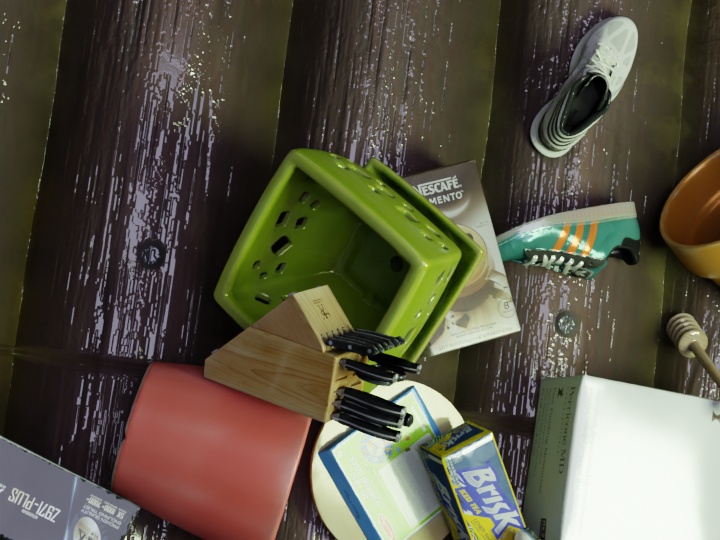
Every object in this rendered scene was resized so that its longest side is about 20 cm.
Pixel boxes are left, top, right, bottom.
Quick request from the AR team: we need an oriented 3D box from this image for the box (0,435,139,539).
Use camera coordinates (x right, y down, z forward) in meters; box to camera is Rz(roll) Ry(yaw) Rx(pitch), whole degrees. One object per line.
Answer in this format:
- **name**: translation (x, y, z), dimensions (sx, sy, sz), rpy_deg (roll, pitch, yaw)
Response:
- **box**: translation (-0.320, 0.233, 1.519), dimensions (0.163, 0.200, 0.086), rpy_deg (29, 76, -11)

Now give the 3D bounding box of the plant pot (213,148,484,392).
- **plant pot**: translation (0.000, 0.000, 1.605), dimensions (0.200, 0.181, 0.200), rpy_deg (41, 116, 22)

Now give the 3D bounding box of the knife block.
- **knife block**: translation (-0.039, 0.114, 1.503), dimensions (0.064, 0.200, 0.176), rpy_deg (-13, 71, -57)

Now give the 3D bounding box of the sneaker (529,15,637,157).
- **sneaker**: translation (0.283, -0.223, 1.791), dimensions (0.075, 0.115, 0.201), rpy_deg (36, 75, -9)

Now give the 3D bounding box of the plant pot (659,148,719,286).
- **plant pot**: translation (0.484, -0.034, 1.801), dimensions (0.200, 0.200, 0.183), rpy_deg (-48, 114, -16)

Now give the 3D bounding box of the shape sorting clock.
- **shape sorting clock**: translation (0.036, 0.222, 1.707), dimensions (0.199, 0.039, 0.201), rpy_deg (1, 88, -26)

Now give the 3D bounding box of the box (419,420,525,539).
- **box**: translation (0.136, 0.273, 1.696), dimensions (0.070, 0.064, 0.201), rpy_deg (-25, 105, -18)

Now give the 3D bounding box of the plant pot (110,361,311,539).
- **plant pot**: translation (-0.154, 0.187, 1.588), dimensions (0.176, 0.200, 0.202), rpy_deg (16, 79, -2)

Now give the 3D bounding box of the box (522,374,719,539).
- **box**: translation (0.302, 0.232, 1.737), dimensions (0.199, 0.131, 0.200), rpy_deg (12, 80, -15)

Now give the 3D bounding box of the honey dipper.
- **honey dipper**: translation (0.399, 0.110, 1.750), dimensions (0.038, 0.200, 0.038), rpy_deg (-4, 116, -8)

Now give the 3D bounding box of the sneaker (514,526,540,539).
- **sneaker**: translation (0.195, 0.374, 1.663), dimensions (0.072, 0.072, 0.201), rpy_deg (-19, 107, -11)

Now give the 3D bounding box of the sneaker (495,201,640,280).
- **sneaker**: translation (0.241, -0.025, 1.778), dimensions (0.199, 0.071, 0.080), rpy_deg (-11, 84, -20)

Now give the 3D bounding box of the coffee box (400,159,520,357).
- **coffee box**: translation (0.093, -0.012, 1.730), dimensions (0.112, 0.080, 0.201), rpy_deg (-15, 88, -16)
